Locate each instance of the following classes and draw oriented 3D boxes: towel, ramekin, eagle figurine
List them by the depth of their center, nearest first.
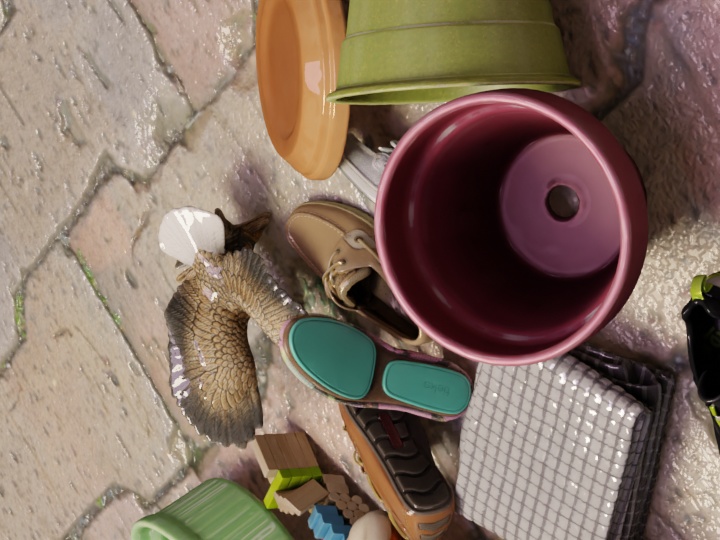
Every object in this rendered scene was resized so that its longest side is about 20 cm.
[{"bbox_3d":[0.169,0.144,1.422,0.165,0.085,0.201,28,124,33],"label":"towel"},{"bbox_3d":[-0.107,0.040,1.582,0.152,0.150,0.201,101,161,-52],"label":"eagle figurine"},{"bbox_3d":[-0.130,0.305,1.701,0.200,0.097,0.201,39,149,28],"label":"ramekin"}]

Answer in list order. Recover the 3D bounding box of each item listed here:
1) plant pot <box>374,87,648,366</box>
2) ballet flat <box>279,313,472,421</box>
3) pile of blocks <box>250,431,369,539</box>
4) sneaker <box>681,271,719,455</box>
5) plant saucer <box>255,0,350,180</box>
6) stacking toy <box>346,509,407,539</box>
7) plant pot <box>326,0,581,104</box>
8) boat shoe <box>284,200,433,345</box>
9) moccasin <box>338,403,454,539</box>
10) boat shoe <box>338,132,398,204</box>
[{"bbox_3d":[0.135,-0.041,1.294,0.198,0.179,0.202,4,100,25],"label":"plant pot"},{"bbox_3d":[0.004,0.088,1.485,0.071,0.199,0.070,-3,71,61],"label":"ballet flat"},{"bbox_3d":[-0.039,0.242,1.642,0.200,0.082,0.062,42,129,21],"label":"pile of blocks"},{"bbox_3d":[0.281,0.097,1.301,0.071,0.083,0.202,-9,100,43],"label":"sneaker"},{"bbox_3d":[-0.054,-0.177,1.461,0.200,0.037,0.202,174,90,-72],"label":"plant saucer"},{"bbox_3d":[0.069,0.315,1.530,0.199,0.147,0.147,23,127,-8],"label":"stacking toy"},{"bbox_3d":[0.068,-0.231,1.317,0.199,0.199,0.192,0,93,41],"label":"plant pot"},{"bbox_3d":[0.000,0.000,1.528,0.199,0.064,0.072,32,125,29],"label":"boat shoe"},{"bbox_3d":[0.029,0.162,1.534,0.202,0.073,0.078,57,152,36],"label":"moccasin"},{"bbox_3d":[0.057,-0.064,1.458,0.202,0.074,0.065,37,90,29],"label":"boat shoe"}]
